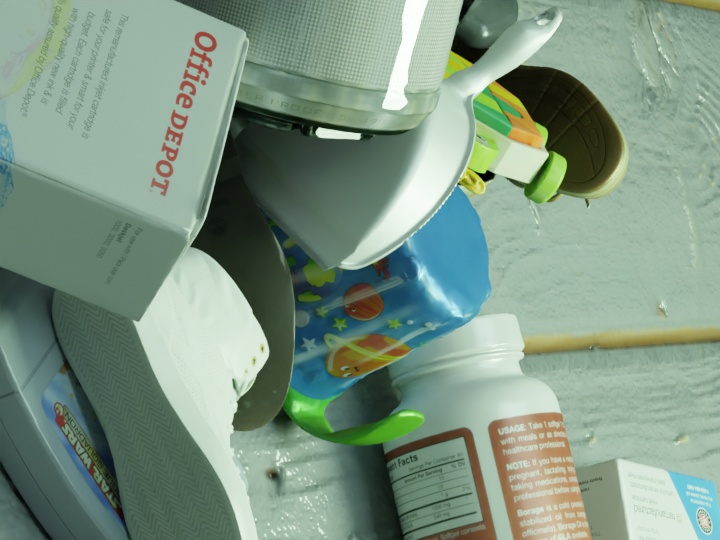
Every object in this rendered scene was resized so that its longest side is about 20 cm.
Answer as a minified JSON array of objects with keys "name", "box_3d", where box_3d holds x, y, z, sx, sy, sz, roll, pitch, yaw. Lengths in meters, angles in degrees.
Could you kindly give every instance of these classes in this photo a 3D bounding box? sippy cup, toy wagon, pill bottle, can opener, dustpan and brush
[{"name":"sippy cup","box_3d":[0.000,0.000,1.639,0.178,0.130,0.140,62,31,-14]},{"name":"toy wagon","box_3d":[0.053,-0.096,1.685,0.155,0.040,0.200,29,12,-15]},{"name":"pill bottle","box_3d":[0.076,0.133,1.708,0.112,0.112,0.201,4,71,-58]},{"name":"can opener","box_3d":[0.082,-0.184,1.907,0.067,0.053,0.200,39,22,3]},{"name":"dustpan and brush","box_3d":[0.032,-0.088,1.582,0.140,0.200,0.057,44,-1,44]}]

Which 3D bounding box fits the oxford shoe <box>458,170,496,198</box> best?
[{"name":"oxford shoe","box_3d":[0.010,-0.088,1.758,0.200,0.074,0.071,23,55,-52]}]

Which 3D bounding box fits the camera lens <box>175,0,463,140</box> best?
[{"name":"camera lens","box_3d":[-0.018,-0.178,1.486,0.160,0.160,0.201,-8,115,-59]}]

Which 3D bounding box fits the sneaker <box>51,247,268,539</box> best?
[{"name":"sneaker","box_3d":[-0.076,0.082,1.459,0.115,0.074,0.200,-20,90,-57]}]

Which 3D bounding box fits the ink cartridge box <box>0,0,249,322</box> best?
[{"name":"ink cartridge box","box_3d":[-0.168,-0.082,1.366,0.200,0.085,0.145,22,48,-10]}]

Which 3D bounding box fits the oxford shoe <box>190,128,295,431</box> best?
[{"name":"oxford shoe","box_3d":[-0.084,-0.007,1.566,0.071,0.071,0.201,-12,82,-15]}]

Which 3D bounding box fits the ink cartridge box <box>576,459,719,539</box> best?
[{"name":"ink cartridge box","box_3d":[0.183,0.236,1.840,0.144,0.084,0.201,16,62,-55]}]

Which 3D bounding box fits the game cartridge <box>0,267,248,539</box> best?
[{"name":"game cartridge","box_3d":[-0.136,0.080,1.469,0.200,0.041,0.133,59,28,-21]}]

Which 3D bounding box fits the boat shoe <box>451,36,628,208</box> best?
[{"name":"boat shoe","box_3d":[0.109,-0.094,1.837,0.200,0.073,0.063,38,-6,44]}]
